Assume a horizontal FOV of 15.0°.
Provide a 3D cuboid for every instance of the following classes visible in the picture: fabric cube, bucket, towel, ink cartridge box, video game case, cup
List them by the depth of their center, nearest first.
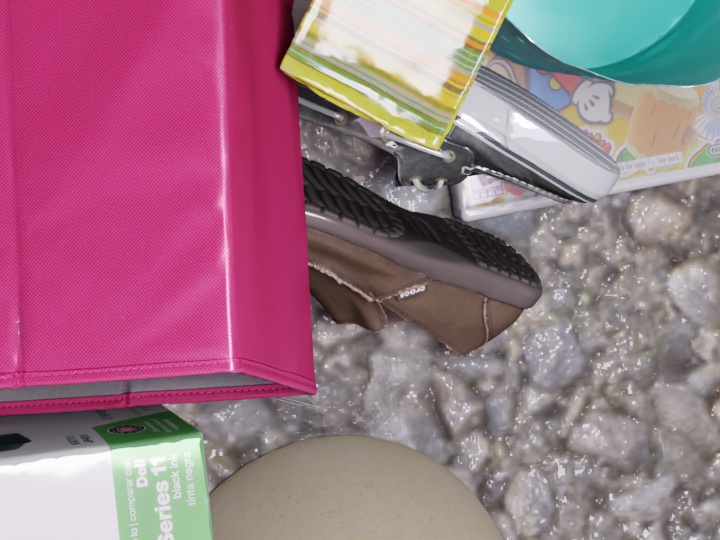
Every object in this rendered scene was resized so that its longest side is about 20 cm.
[{"bbox_3d":[-0.135,-0.039,1.264,0.200,0.196,0.200,-4,85,9],"label":"fabric cube"},{"bbox_3d":[0.043,-0.162,1.275,0.086,0.018,0.200,26,92,-10],"label":"towel"},{"bbox_3d":[-0.185,0.120,1.349,0.200,0.147,0.083,-7,98,-16],"label":"ink cartridge box"},{"bbox_3d":[0.127,-0.188,1.373,0.207,0.135,0.207,-1,94,-16],"label":"bucket"},{"bbox_3d":[0.006,0.197,1.416,0.200,0.143,0.200,-2,99,-16],"label":"cup"},{"bbox_3d":[0.134,-0.132,1.466,0.200,0.023,0.182,-11,101,-14],"label":"video game case"}]

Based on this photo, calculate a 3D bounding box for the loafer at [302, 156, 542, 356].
[{"bbox_3d":[0.000,0.000,1.413,0.200,0.073,0.071,21,110,-25],"label":"loafer"}]

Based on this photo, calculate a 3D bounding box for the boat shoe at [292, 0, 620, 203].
[{"bbox_3d":[0.034,-0.076,1.409,0.200,0.072,0.071,27,104,-5],"label":"boat shoe"}]

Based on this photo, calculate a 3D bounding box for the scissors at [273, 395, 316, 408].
[{"bbox_3d":[-0.120,0.040,1.401,0.200,0.014,0.073,36,84,-15],"label":"scissors"}]
